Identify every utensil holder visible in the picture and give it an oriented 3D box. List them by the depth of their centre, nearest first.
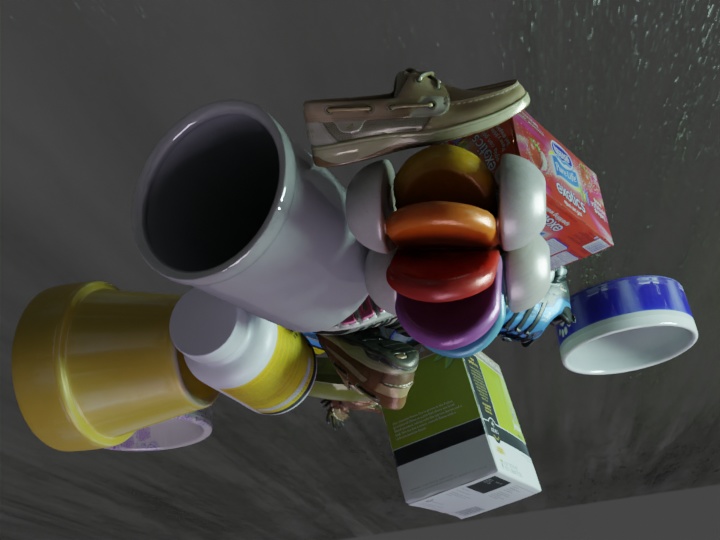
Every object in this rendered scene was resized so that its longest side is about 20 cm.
[{"bbox_3d":[-0.089,-0.041,0.829,0.169,0.171,0.200,-19,154,23],"label":"utensil holder"}]

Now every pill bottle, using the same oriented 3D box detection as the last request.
[{"bbox_3d":[-0.131,0.088,0.974,0.111,0.113,0.200,-13,154,13],"label":"pill bottle"}]

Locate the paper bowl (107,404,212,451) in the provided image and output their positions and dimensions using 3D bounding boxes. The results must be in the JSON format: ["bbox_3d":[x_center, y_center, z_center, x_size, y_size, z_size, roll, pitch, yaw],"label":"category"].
[{"bbox_3d":[-0.330,0.206,1.333,0.199,0.105,0.201,-6,154,-3],"label":"paper bowl"}]

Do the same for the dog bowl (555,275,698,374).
[{"bbox_3d":[0.395,0.086,1.296,0.198,0.079,0.200,-6,153,-3],"label":"dog bowl"}]

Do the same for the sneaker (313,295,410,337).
[{"bbox_3d":[0.027,0.041,0.980,0.198,0.074,0.088,-15,146,7],"label":"sneaker"}]

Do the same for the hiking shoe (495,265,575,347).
[{"bbox_3d":[0.181,0.056,1.039,0.199,0.087,0.074,-21,-176,-23],"label":"hiking shoe"}]

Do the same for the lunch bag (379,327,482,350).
[{"bbox_3d":[0.102,0.085,1.220,0.159,0.083,0.200,-1,153,-10],"label":"lunch bag"}]

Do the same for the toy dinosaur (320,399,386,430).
[{"bbox_3d":[-0.010,0.209,1.450,0.134,0.086,0.201,-1,148,5],"label":"toy dinosaur"}]

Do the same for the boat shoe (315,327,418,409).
[{"bbox_3d":[-0.002,0.108,1.009,0.075,0.075,0.200,0,-169,-24],"label":"boat shoe"}]

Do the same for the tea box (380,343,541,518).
[{"bbox_3d":[0.132,0.215,1.175,0.133,0.198,0.200,-24,151,18],"label":"tea box"}]

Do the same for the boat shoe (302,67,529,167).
[{"bbox_3d":[0.049,-0.144,0.756,0.198,0.065,0.072,-13,-166,2],"label":"boat shoe"}]

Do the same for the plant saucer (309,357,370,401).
[{"bbox_3d":[-0.031,0.163,1.289,0.198,0.031,0.200,6,-176,0],"label":"plant saucer"}]

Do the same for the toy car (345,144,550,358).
[{"bbox_3d":[0.079,-0.004,0.765,0.173,0.151,0.201,-2,137,13],"label":"toy car"}]

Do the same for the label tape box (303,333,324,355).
[{"bbox_3d":[-0.131,0.084,1.182,0.199,0.064,0.144,-21,152,28],"label":"label tape box"}]

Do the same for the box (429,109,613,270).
[{"bbox_3d":[0.169,-0.079,0.892,0.099,0.096,0.199,-25,148,32],"label":"box"}]

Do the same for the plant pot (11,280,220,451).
[{"bbox_3d":[-0.271,0.107,1.022,0.187,0.202,0.201,-7,155,16],"label":"plant pot"}]
